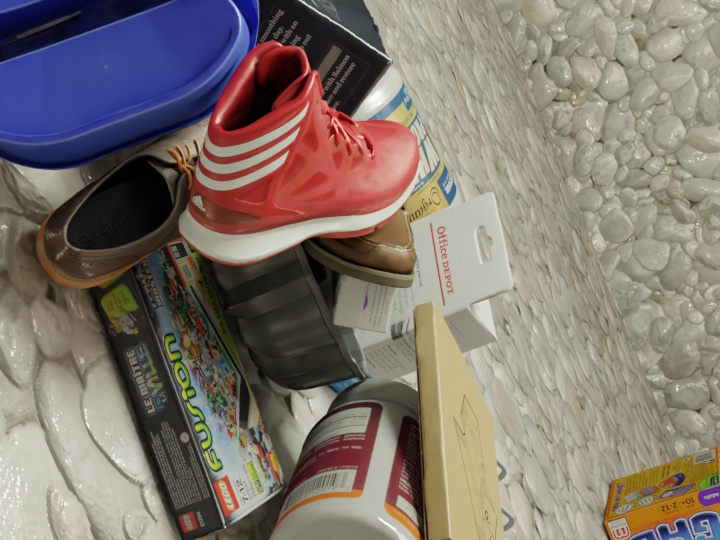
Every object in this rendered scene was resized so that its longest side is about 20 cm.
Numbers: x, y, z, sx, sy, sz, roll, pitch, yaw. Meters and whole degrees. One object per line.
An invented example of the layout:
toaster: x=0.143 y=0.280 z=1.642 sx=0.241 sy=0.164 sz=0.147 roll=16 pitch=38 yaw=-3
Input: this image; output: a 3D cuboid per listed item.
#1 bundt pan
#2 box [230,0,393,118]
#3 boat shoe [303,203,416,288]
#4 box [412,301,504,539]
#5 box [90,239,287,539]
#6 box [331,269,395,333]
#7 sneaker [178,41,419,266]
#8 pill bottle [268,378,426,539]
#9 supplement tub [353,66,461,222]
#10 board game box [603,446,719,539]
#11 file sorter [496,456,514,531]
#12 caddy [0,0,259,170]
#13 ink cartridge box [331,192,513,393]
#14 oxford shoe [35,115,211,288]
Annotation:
bundt pan: x=-0.065 y=0.005 z=0.890 sx=0.202 sy=0.075 sz=0.204 roll=-24 pitch=90 yaw=-86
box: x=-0.102 y=-0.194 z=0.833 sx=0.199 sy=0.118 sz=0.197 roll=28 pitch=23 yaw=-25
boat shoe: x=-0.003 y=-0.048 z=0.814 sx=0.071 sy=0.069 sz=0.200 roll=12 pitch=16 yaw=-20
box: x=0.076 y=0.150 z=0.846 sx=0.164 sy=0.021 sz=0.202 roll=61 pitch=20 yaw=-44
box: x=-0.118 y=0.072 z=0.784 sx=0.202 sy=0.034 sz=0.110 roll=69 pitch=18 yaw=2
box: x=0.000 y=0.000 z=0.873 sx=0.200 sy=0.038 sz=0.042 roll=-98 pitch=-161 yaw=-76
sneaker: x=-0.018 y=-0.082 z=0.699 sx=0.078 sy=0.116 sz=0.199 roll=35 pitch=40 yaw=21
pill bottle: x=0.003 y=0.166 z=0.826 sx=0.115 sy=0.113 sz=0.200 roll=62 pitch=18 yaw=-16
supplement tub: x=0.014 y=-0.087 z=1.143 sx=0.201 sy=0.143 sz=0.145 roll=60 pitch=21 yaw=-22
board game box: x=0.538 y=0.443 z=1.906 sx=0.202 sy=0.198 sz=0.200 roll=68 pitch=19 yaw=-2
file sorter: x=0.063 y=0.249 z=0.951 sx=0.139 sy=0.123 sz=0.202 roll=46 pitch=30 yaw=-46
caddy: x=-0.155 y=-0.142 z=0.665 sx=0.105 sy=0.198 sz=0.143 roll=-167 pitch=-123 yaw=-83
ink cartridge box: x=0.051 y=0.023 z=1.044 sx=0.067 sy=0.198 sz=0.117 roll=47 pitch=28 yaw=-46
oxford shoe: x=-0.107 y=-0.056 z=0.715 sx=0.072 sy=0.199 sz=0.073 roll=53 pitch=-23 yaw=-6
